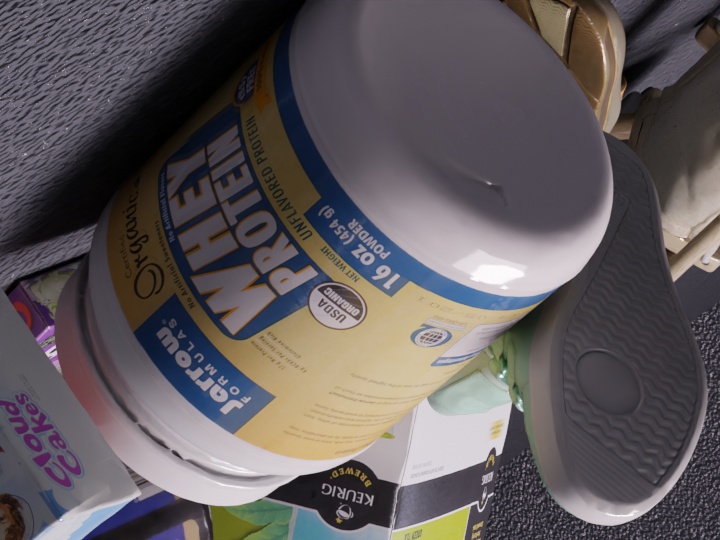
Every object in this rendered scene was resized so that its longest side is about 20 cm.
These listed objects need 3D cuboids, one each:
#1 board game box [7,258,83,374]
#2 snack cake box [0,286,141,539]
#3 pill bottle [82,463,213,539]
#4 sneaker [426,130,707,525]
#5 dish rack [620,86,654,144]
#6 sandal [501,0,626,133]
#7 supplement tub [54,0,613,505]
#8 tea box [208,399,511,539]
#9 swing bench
[{"bbox_3d":[-0.160,0.053,1.317,0.120,0.032,0.200,-17,161,-50],"label":"board game box"},{"bbox_3d":[-0.198,0.099,1.134,0.200,0.115,0.067,-39,170,22],"label":"snack cake box"},{"bbox_3d":[-0.165,0.132,1.277,0.112,0.112,0.200,-42,167,37],"label":"pill bottle"},{"bbox_3d":[0.075,0.047,1.177,0.118,0.074,0.201,-51,-156,37],"label":"sneaker"},{"bbox_3d":[0.100,-0.021,1.671,0.172,0.044,0.200,-43,-172,46],"label":"dish rack"},{"bbox_3d":[0.091,-0.093,1.362,0.054,0.080,0.200,-54,174,-21],"label":"sandal"},{"bbox_3d":[-0.015,-0.010,1.139,0.200,0.145,0.145,-42,168,37],"label":"supplement tub"},{"bbox_3d":[-0.023,0.132,1.449,0.200,0.133,0.197,-1,102,-74],"label":"tea box"},{"bbox_3d":[0.215,-0.102,1.542,0.200,0.130,0.199,-28,168,-39],"label":"swing bench"}]
